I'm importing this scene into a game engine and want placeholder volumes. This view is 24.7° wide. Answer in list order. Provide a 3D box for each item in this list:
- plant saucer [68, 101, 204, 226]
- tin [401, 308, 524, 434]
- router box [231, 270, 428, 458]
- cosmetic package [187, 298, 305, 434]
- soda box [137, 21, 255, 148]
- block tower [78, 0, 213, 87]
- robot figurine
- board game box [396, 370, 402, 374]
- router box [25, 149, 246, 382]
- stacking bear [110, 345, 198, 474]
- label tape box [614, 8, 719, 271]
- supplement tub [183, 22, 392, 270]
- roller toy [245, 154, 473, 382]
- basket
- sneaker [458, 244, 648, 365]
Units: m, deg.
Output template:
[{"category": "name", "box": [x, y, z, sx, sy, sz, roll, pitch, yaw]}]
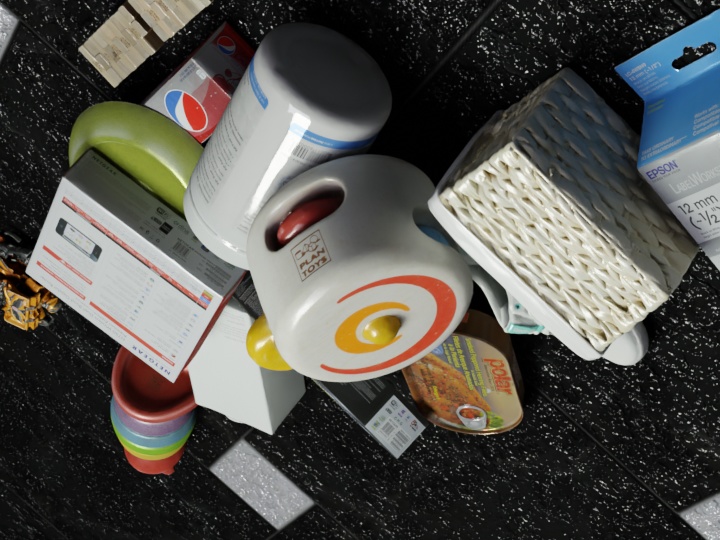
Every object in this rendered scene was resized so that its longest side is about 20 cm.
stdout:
[{"category": "plant saucer", "box": [-0.217, -0.077, 1.650, 0.198, 0.031, 0.201, 20, 138, 19]}, {"category": "tin", "box": [0.103, 0.100, 1.627, 0.111, 0.042, 0.201, 5, 148, 17]}, {"category": "router box", "box": [-0.035, 0.087, 1.677, 0.200, 0.052, 0.157, 48, 174, -35]}, {"category": "cosmetic package", "box": [-0.134, 0.076, 1.821, 0.112, 0.081, 0.201, 21, 142, 24]}, {"category": "soda box", "box": [-0.168, -0.161, 1.608, 0.070, 0.064, 0.200, 44, 145, -11]}, {"category": "block tower", "box": [-0.192, -0.244, 1.548, 0.054, 0.058, 0.199, 47, 142, -12]}, {"category": "robot figurine", "box": [-0.458, 0.000, 2.041, 0.199, 0.058, 0.146, 33, 145, 10]}, {"category": "board game box", "box": [0.000, 0.000, 1.650, 0.200, 0.045, 0.135, 40, 144, -1]}, {"category": "router box", "box": [-0.232, -0.001, 1.672, 0.199, 0.049, 0.180, 37, 141, 0]}, {"category": "stacking bear", "box": [-0.251, 0.181, 2.020, 0.121, 0.114, 0.201, 30, 148, 12]}, {"category": "label tape box", "box": [0.293, -0.093, 1.276, 0.200, 0.066, 0.143, 47, 144, -13]}, {"category": "supplement tub", "box": [-0.068, -0.110, 1.484, 0.131, 0.132, 0.201, 37, 130, 2]}, {"category": "roller toy", "box": [-0.002, 0.005, 1.436, 0.183, 0.198, 0.141, 106, 150, -49]}, {"category": "basket", "box": [0.180, -0.050, 1.366, 0.200, 0.136, 0.123, 44, 140, -6]}, {"category": "sneaker", "box": [0.168, 0.035, 1.503, 0.199, 0.089, 0.075, 37, 143, 2]}]
